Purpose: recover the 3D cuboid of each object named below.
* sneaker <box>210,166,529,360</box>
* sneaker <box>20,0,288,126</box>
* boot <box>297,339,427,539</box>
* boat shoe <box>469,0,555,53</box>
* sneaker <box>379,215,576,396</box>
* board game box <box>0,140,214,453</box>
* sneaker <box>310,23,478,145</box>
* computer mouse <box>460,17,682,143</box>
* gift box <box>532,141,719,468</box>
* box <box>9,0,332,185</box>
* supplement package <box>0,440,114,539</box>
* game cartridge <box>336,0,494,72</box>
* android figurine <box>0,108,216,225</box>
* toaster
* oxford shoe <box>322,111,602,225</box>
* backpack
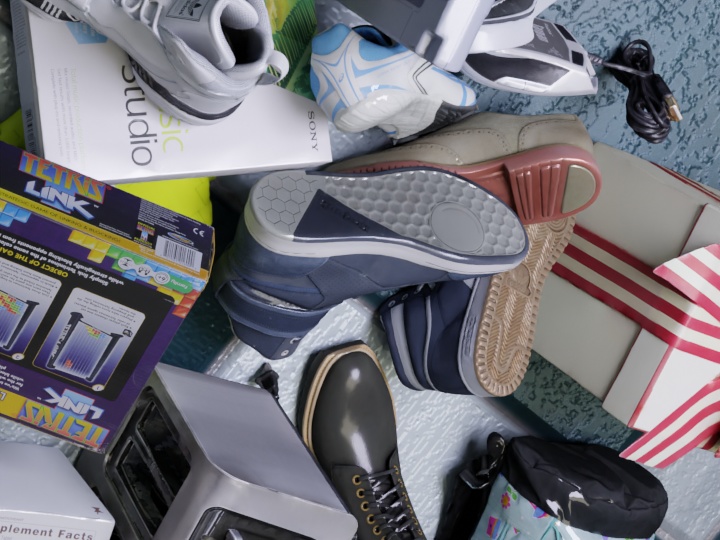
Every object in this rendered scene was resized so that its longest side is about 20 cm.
[{"bbox_3d":[-0.001,-0.001,1.524,0.201,0.077,0.146,5,144,-21],"label":"sneaker"},{"bbox_3d":[-0.128,-0.167,1.338,0.200,0.115,0.075,41,69,-19],"label":"sneaker"},{"bbox_3d":[0.021,0.162,1.611,0.077,0.138,0.201,-18,119,-22],"label":"boot"},{"bbox_3d":[0.089,-0.192,1.476,0.199,0.073,0.068,-42,131,-58],"label":"boat shoe"},{"bbox_3d":[0.082,-0.002,1.622,0.070,0.108,0.201,35,62,-34],"label":"sneaker"},{"bbox_3d":[-0.212,0.009,1.381,0.199,0.057,0.166,23,128,-16],"label":"board game box"},{"bbox_3d":[0.024,-0.124,1.485,0.072,0.200,0.073,-20,83,18],"label":"sneaker"},{"bbox_3d":[0.126,-0.143,1.570,0.199,0.110,0.044,15,124,-22],"label":"computer mouse"},{"bbox_3d":[0.227,0.032,1.631,0.199,0.187,0.185,11,107,-40],"label":"gift box"},{"bbox_3d":[-0.118,-0.129,1.425,0.199,0.036,0.145,-7,90,-29],"label":"box"},{"bbox_3d":[-0.256,0.222,1.494,0.113,0.110,0.201,11,106,-33],"label":"supplement package"},{"bbox_3d":[0.044,-0.209,1.413,0.041,0.200,0.134,17,103,-25],"label":"game cartridge"},{"bbox_3d":[-0.178,-0.029,1.466,0.200,0.041,0.182,-38,125,-8],"label":"android figurine"},{"bbox_3d":[-0.112,0.172,1.518,0.118,0.200,0.181,21,109,-33],"label":"toaster"},{"bbox_3d":[0.063,-0.067,1.562,0.199,0.074,0.071,-4,133,1],"label":"oxford shoe"},{"bbox_3d":[0.136,0.234,1.720,0.166,0.127,0.201,14,107,-38],"label":"backpack"}]
